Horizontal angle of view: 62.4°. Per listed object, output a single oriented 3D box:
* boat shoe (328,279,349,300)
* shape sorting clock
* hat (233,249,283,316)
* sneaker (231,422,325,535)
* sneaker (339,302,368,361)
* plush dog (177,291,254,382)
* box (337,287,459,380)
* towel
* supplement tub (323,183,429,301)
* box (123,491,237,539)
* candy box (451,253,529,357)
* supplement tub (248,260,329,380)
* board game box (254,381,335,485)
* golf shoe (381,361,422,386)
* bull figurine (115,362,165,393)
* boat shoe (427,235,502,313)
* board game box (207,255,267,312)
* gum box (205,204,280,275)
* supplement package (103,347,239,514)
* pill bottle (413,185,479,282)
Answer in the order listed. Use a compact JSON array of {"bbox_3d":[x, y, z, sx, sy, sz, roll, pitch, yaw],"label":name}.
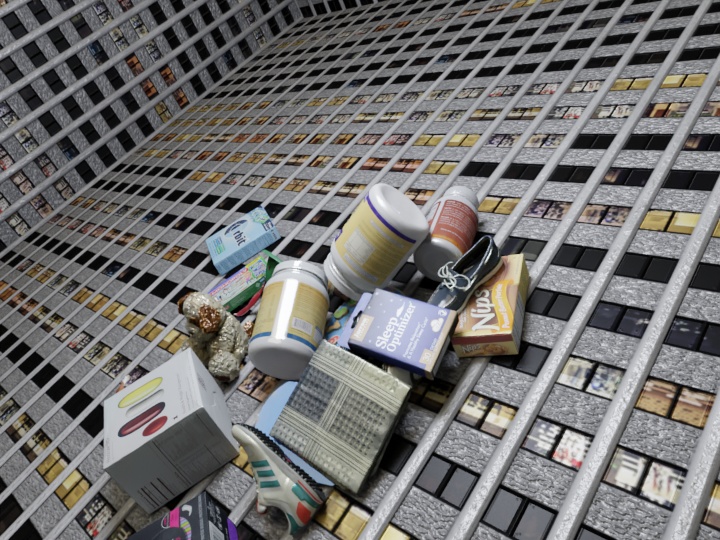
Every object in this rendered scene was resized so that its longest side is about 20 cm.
[{"bbox_3d":[0.000,0.000,1.335,0.071,0.074,0.200,27,41,16],"label":"boat shoe"},{"bbox_3d":[0.010,0.106,1.210,0.195,0.040,0.203,-19,35,14],"label":"shape sorting clock"},{"bbox_3d":[-0.200,0.072,1.360,0.178,0.164,0.200,-56,-3,-3],"label":"hat"},{"bbox_3d":[-0.152,0.334,0.955,0.198,0.071,0.094,36,81,17],"label":"sneaker"},{"bbox_3d":[-0.019,0.151,1.109,0.077,0.075,0.205,-10,55,30],"label":"sneaker"},{"bbox_3d":[-0.323,0.122,1.306,0.197,0.174,0.161,16,52,46],"label":"plush dog"},{"bbox_3d":[0.060,0.102,1.036,0.195,0.033,0.123,14,59,29],"label":"box"},{"bbox_3d":[-0.032,0.240,0.993,0.196,0.035,0.196,24,75,28],"label":"towel"},{"bbox_3d":[0.028,-0.053,1.191,0.201,0.143,0.147,-51,26,24],"label":"supplement tub"},{"bbox_3d":[-0.292,0.462,0.912,0.197,0.108,0.123,-31,34,-2],"label":"box"},{"bbox_3d":[0.239,0.062,1.088,0.113,0.056,0.203,-9,40,30],"label":"candy box"},{"bbox_3d":[-0.138,0.099,1.199,0.141,0.145,0.205,-9,52,25],"label":"supplement tub"},{"bbox_3d":[-0.087,0.284,1.035,0.194,0.039,0.162,5,61,14],"label":"board game box"},{"bbox_3d":[0.094,0.160,1.054,0.086,0.078,0.203,3,46,25],"label":"golf shoe"},{"bbox_3d":[-0.473,0.276,1.315,0.194,0.066,0.123,-14,33,16],"label":"bull figurine"},{"bbox_3d":[0.181,0.018,1.083,0.199,0.062,0.075,-40,37,-8],"label":"boat shoe"},{"bbox_3d":[-0.313,0.046,1.508,0.198,0.030,0.134,-36,27,-10],"label":"board game box"},{"bbox_3d":[-0.339,-0.091,1.703,0.197,0.045,0.170,-32,34,-6],"label":"gum box"},{"bbox_3d":[-0.363,0.298,1.134,0.197,0.149,0.192,-31,34,-7],"label":"supplement package"},{"bbox_3d":[0.189,-0.083,1.258,0.109,0.114,0.202,-3,42,32],"label":"pill bottle"}]
